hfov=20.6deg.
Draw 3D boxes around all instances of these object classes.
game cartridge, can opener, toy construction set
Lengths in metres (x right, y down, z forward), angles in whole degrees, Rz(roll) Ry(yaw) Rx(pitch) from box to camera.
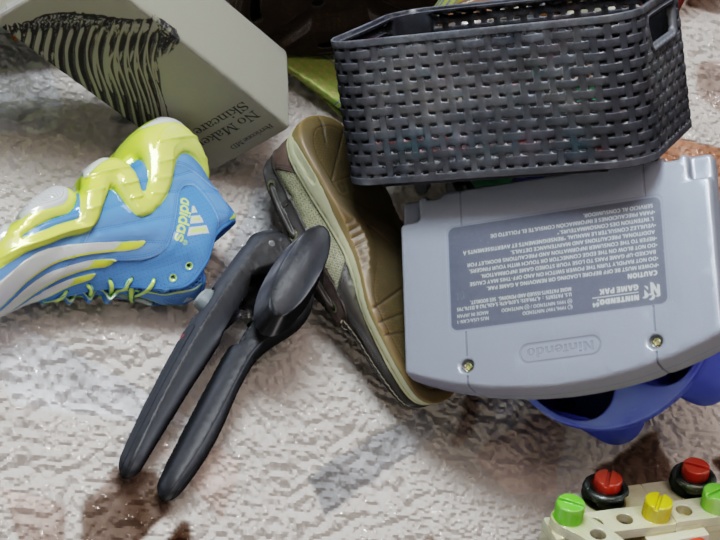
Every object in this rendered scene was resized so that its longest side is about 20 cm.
[{"bbox_3d":[0.122,0.009,1.196,0.198,0.041,0.134,-8,75,21],"label":"game cartridge"},{"bbox_3d":[-0.087,0.051,1.199,0.063,0.079,0.201,30,61,8],"label":"can opener"},{"bbox_3d":[0.188,0.181,1.197,0.198,0.093,0.131,9,27,-27],"label":"toy construction set"}]

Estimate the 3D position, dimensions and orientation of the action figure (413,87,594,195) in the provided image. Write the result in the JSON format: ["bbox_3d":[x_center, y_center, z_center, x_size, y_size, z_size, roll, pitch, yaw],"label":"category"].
[{"bbox_3d":[0.133,-0.088,1.391,0.199,0.055,0.118,-20,43,-28],"label":"action figure"}]

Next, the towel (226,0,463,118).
[{"bbox_3d":[-0.009,-0.197,1.444,0.143,0.023,0.200,33,50,2],"label":"towel"}]

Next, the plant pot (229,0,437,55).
[{"bbox_3d":[-0.033,-0.270,1.359,0.199,0.200,0.200,0,63,-24],"label":"plant pot"}]

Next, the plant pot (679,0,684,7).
[{"bbox_3d":[0.214,-0.360,1.563,0.198,0.177,0.201,24,49,-4],"label":"plant pot"}]

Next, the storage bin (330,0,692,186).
[{"bbox_3d":[0.095,-0.116,1.233,0.198,0.095,0.135,-4,14,23],"label":"storage bin"}]

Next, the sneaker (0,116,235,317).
[{"bbox_3d":[-0.151,-0.009,1.205,0.105,0.076,0.200,47,60,2],"label":"sneaker"}]

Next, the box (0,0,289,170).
[{"bbox_3d":[-0.135,-0.147,1.250,0.200,0.082,0.069,36,39,-42],"label":"box"}]

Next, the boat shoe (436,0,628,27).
[{"bbox_3d":[0.121,-0.196,1.472,0.199,0.076,0.072,-18,59,-43],"label":"boat shoe"}]

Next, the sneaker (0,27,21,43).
[{"bbox_3d":[-0.191,-0.187,1.330,0.199,0.080,0.074,0,41,-43],"label":"sneaker"}]

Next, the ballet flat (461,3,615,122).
[{"bbox_3d":[0.143,-0.165,1.374,0.073,0.073,0.200,35,53,5],"label":"ballet flat"}]

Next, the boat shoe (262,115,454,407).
[{"bbox_3d":[0.000,0.000,1.272,0.073,0.065,0.201,-12,73,-44],"label":"boat shoe"}]

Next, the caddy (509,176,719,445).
[{"bbox_3d":[0.157,0.013,1.260,0.105,0.141,0.201,38,32,-54],"label":"caddy"}]
